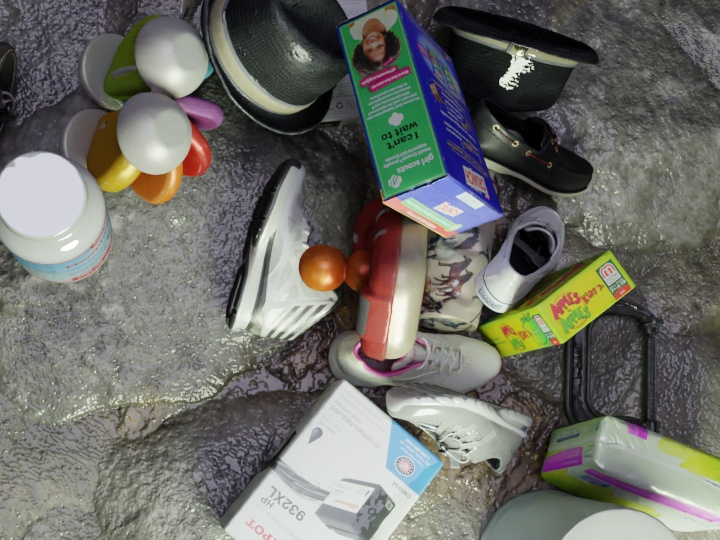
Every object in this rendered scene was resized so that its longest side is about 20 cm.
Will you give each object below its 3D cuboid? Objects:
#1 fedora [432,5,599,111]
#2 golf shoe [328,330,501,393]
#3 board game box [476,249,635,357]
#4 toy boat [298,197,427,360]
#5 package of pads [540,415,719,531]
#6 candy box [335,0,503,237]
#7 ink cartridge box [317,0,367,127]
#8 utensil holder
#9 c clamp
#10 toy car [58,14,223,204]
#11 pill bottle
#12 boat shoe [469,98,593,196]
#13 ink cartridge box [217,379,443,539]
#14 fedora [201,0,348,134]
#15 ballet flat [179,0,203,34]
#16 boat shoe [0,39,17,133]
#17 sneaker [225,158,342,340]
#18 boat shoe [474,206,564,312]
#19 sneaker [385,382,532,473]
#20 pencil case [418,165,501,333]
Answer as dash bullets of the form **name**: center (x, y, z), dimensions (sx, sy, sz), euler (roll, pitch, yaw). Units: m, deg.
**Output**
- **fedora**: center (0.173, -0.242, 1.180), dimensions (0.200, 0.201, 0.092), euler (13, 112, -9)
- **golf shoe**: center (0.068, 0.101, 1.116), dimensions (0.200, 0.092, 0.075), euler (2, 79, -12)
- **board game box**: center (0.206, 0.041, 1.095), dimensions (0.102, 0.200, 0.048), euler (-35, 88, -14)
- **toy boat**: center (0.000, 0.000, 1.056), dimensions (0.130, 0.200, 0.131), euler (7, 118, 0)
- **package of pads**: center (0.316, 0.229, 1.110), dimensions (0.200, 0.155, 0.068), euler (22, 70, -6)
- **candy box**: center (0.063, -0.150, 1.037), dimensions (0.077, 0.169, 0.200), euler (-23, 70, 20)
- **ink cartridge box**: center (-0.035, -0.269, 1.185), dimensions (0.095, 0.037, 0.200), euler (-7, 85, -11)
- **utensil holder**: center (0.230, 0.321, 1.054), dimensions (0.170, 0.200, 0.170), euler (2, 80, -10)
- **c clamp**: center (0.322, 0.127, 1.197), dimensions (0.171, 0.027, 0.200), euler (-2, 82, -6)
- **toy car**: center (-0.218, -0.169, 1.085), dimensions (0.150, 0.175, 0.200), euler (21, 74, -43)
- **pill bottle**: center (-0.309, -0.053, 1.011), dimensions (0.109, 0.200, 0.109), euler (2, 81, -10)
- **boat shoe**: center (0.200, -0.139, 1.163), dimensions (0.201, 0.063, 0.074), euler (17, 37, -31)
- **ink cartridge box**: center (-0.032, 0.239, 1.076), dimensions (0.145, 0.084, 0.200), euler (40, 76, -3)
- **fedora**: center (-0.069, -0.241, 1.053), dimensions (0.200, 0.091, 0.201), euler (18, 67, -49)
- **ballet flat**: center (-0.157, -0.337, 1.160), dimensions (0.072, 0.072, 0.201), euler (29, 76, -5)
- **boat shoe**: center (-0.404, -0.147, 1.076), dimensions (0.057, 0.067, 0.200), euler (23, 83, 4)
- **sneaker**: center (-0.070, -0.017, 1.127), dimensions (0.115, 0.076, 0.201), euler (18, 86, -16)
- **boat shoe**: center (0.196, -0.024, 1.129), dimensions (0.074, 0.065, 0.200), euler (39, 41, -1)
- **sneaker**: center (0.107, 0.175, 1.091), dimensions (0.200, 0.075, 0.082), euler (20, 85, -33)
- **pencil case**: center (0.105, -0.024, 1.150), dimensions (0.089, 0.078, 0.200), euler (10, 79, -4)
